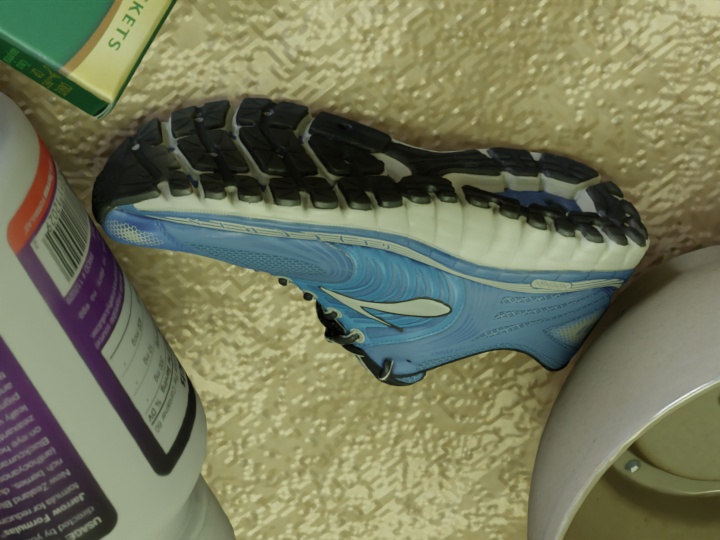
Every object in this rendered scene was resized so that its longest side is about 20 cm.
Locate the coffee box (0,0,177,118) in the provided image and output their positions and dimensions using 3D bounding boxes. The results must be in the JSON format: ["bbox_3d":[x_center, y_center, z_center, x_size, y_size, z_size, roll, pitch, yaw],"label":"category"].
[{"bbox_3d":[-0.130,-0.149,0.859,0.199,0.044,0.123,33,80,-9],"label":"coffee box"}]

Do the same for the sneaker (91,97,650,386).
[{"bbox_3d":[0.000,0.000,1.014,0.199,0.079,0.090,11,118,-16],"label":"sneaker"}]

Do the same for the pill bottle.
[{"bbox_3d":[-0.122,0.043,1.001,0.111,0.112,0.200,-24,124,7],"label":"pill bottle"}]

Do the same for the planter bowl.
[{"bbox_3d":[0.148,0.073,1.048,0.199,0.135,0.201,-5,123,-8],"label":"planter bowl"}]
